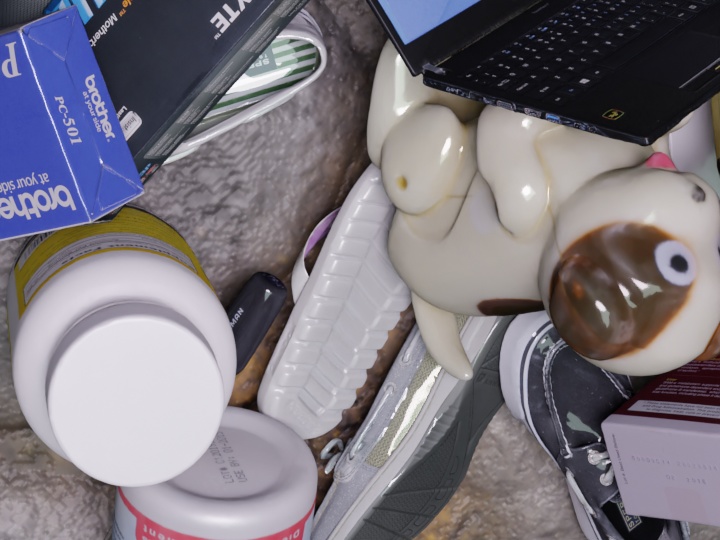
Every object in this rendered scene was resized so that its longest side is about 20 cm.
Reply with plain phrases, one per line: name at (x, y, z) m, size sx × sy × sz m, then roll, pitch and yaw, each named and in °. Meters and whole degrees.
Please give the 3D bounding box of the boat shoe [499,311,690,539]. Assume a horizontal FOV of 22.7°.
boat shoe at (0.141, 0.103, 1.022) m, size 0.071 × 0.068 × 0.201 m, roll -33°, pitch 124°, yaw -14°

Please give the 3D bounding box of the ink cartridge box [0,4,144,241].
ink cartridge box at (-0.203, -0.060, 0.878) m, size 0.044 × 0.199 × 0.095 m, roll -35°, pitch 111°, yaw -50°

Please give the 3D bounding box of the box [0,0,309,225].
box at (-0.122, -0.148, 0.889) m, size 0.200 × 0.046 × 0.159 m, roll -45°, pitch 81°, yaw 14°

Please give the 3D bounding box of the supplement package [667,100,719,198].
supplement package at (0.242, -0.059, 1.006) m, size 0.198 × 0.117 × 0.118 m, roll -7°, pitch 105°, yaw -12°

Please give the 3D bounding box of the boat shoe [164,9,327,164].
boat shoe at (-0.112, -0.093, 0.947) m, size 0.199 × 0.067 × 0.074 m, roll -26°, pitch 107°, yaw -5°

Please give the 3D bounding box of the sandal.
sandal at (-0.005, -0.003, 0.997) m, size 0.082 × 0.050 × 0.204 m, roll 28°, pitch 95°, yaw -44°

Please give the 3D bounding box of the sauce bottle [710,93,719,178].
sauce bottle at (0.201, -0.056, 0.851) m, size 0.065 × 0.201 × 0.066 m, roll 1°, pitch 137°, yaw 1°

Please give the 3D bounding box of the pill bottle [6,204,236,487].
pill bottle at (-0.122, 0.037, 0.905) m, size 0.110 × 0.200 × 0.112 m, roll -3°, pitch 104°, yaw -11°

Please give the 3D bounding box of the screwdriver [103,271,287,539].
screwdriver at (-0.102, 0.082, 1.002) m, size 0.029 × 0.028 × 0.200 m, roll 37°, pitch 108°, yaw -3°

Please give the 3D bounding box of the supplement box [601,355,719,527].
supplement box at (0.236, 0.067, 0.994) m, size 0.199 × 0.108 × 0.061 m, roll -33°, pitch 113°, yaw -37°

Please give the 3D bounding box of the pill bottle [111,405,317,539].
pill bottle at (-0.086, 0.184, 0.984) m, size 0.108 × 0.109 × 0.202 m, roll 2°, pitch 118°, yaw -13°

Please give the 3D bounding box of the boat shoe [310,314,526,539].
boat shoe at (0.028, 0.085, 1.026) m, size 0.074 × 0.065 × 0.203 m, roll 18°, pitch 105°, yaw -55°

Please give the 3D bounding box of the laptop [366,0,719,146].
laptop at (0.099, -0.159, 0.841) m, size 0.177 × 0.199 × 0.104 m, roll -35°, pitch 131°, yaw -36°

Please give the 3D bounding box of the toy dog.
toy dog at (0.097, -0.021, 0.896) m, size 0.139 × 0.200 × 0.195 m, roll 17°, pitch 99°, yaw -41°
